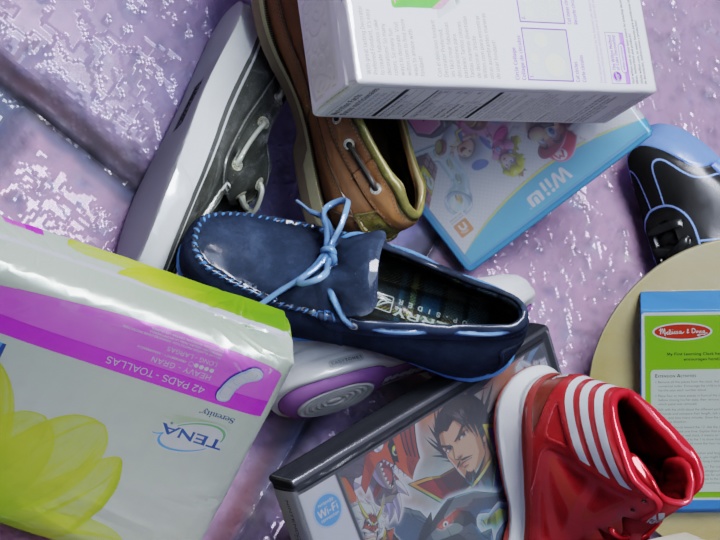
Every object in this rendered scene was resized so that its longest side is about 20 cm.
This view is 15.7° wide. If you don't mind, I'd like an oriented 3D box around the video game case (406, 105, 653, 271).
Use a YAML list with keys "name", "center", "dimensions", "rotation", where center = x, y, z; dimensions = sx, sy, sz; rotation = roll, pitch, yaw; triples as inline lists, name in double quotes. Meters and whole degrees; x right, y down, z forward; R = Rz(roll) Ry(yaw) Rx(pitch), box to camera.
- name: "video game case"
  center: [0.059, -0.119, 1.560]
  dimensions: [0.200, 0.143, 0.018]
  rotation: [52, 16, -5]

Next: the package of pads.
- name: "package of pads"
  center: [-0.153, 0.068, 1.376]
  dimensions: [0.199, 0.155, 0.068]
  rotation: [19, 24, -21]

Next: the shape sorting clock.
- name: "shape sorting clock"
  center: [0.238, 0.078, 1.587]
  dimensions: [0.198, 0.039, 0.202]
  rotation: [1, 102, 4]

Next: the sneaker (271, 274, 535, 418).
- name: "sneaker"
  center: [0.018, 0.018, 1.521]
  dimensions: [0.199, 0.075, 0.100]
  rotation: [-13, 65, -37]

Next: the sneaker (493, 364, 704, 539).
- name: "sneaker"
  center: [0.139, 0.156, 1.467]
  dimensions: [0.078, 0.115, 0.201]
  rotation: [-25, 108, -34]

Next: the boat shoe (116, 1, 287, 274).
- name: "boat shoe"
  center: [-0.080, -0.063, 1.496]
  dimensions: [0.063, 0.071, 0.201]
  rotation: [31, 61, -15]

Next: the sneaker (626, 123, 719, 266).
- name: "sneaker"
  center: [0.218, 0.006, 1.633]
  dimensions: [0.078, 0.070, 0.201]
  rotation: [-34, 92, -36]

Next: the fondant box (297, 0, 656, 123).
- name: "fondant box"
  center: [0.062, -0.162, 1.473]
  dimensions: [0.199, 0.058, 0.145]
  rotation: [0, 74, -30]

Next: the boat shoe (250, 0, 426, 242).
- name: "boat shoe"
  center: [-0.007, -0.113, 1.499]
  dimensions: [0.072, 0.068, 0.201]
  rotation: [-8, 81, -52]

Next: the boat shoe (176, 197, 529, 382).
- name: "boat shoe"
  center: [0.000, 0.000, 1.440]
  dimensions: [0.199, 0.069, 0.085]
  rotation: [11, 62, -15]

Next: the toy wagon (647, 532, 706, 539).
- name: "toy wagon"
  center: [0.149, 0.244, 1.426]
  dimensions: [0.155, 0.039, 0.201]
  rotation: [1, 105, -61]

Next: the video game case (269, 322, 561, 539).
- name: "video game case"
  center: [0.055, 0.154, 1.491]
  dimensions: [0.199, 0.025, 0.182]
  rotation: [-29, 110, -31]
